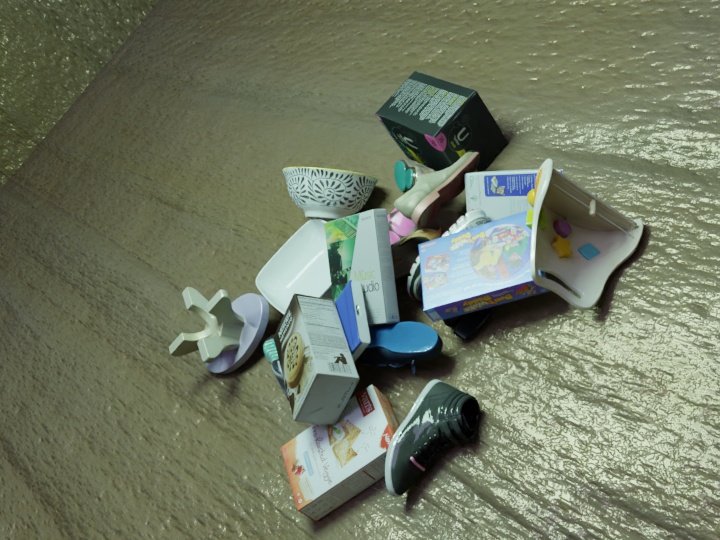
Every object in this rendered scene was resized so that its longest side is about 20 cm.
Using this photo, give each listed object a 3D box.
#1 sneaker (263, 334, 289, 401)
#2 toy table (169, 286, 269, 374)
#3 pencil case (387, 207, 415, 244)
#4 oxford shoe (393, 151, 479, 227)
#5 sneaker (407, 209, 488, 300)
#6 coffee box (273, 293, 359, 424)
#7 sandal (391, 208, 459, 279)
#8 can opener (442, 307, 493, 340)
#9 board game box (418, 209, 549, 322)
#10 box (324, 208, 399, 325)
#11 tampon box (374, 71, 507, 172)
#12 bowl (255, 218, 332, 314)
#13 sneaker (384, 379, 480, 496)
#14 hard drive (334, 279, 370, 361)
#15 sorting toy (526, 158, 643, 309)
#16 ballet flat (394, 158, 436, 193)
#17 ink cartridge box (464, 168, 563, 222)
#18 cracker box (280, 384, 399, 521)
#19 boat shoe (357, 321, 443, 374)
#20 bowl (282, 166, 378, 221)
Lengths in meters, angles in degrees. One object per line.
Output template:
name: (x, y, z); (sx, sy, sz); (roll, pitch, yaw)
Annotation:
sneaker: (-0.138, 0.182, 1.576); (0.074, 0.088, 0.200); (-13, 19, -2)
toy table: (-0.284, 0.118, 1.665); (0.200, 0.117, 0.184); (-55, 45, 16)
pencil case: (0.069, -0.051, 1.583); (0.094, 0.091, 0.200); (27, 74, 43)
oxford shoe: (0.143, -0.164, 1.537); (0.074, 0.071, 0.200); (35, 59, 24)
sneaker: (0.166, -0.013, 1.477); (0.200, 0.074, 0.087); (-46, 51, 9)
coffee box: (-0.079, 0.147, 1.420); (0.113, 0.080, 0.200); (-64, 29, 30)
sandal: (0.104, -0.042, 1.522); (0.200, 0.080, 0.054); (-32, 3, -15)
can opener: (0.213, 0.024, 1.423); (0.200, 0.079, 0.063); (-51, -5, -1)
board game box: (0.198, -0.006, 1.375); (0.200, 0.045, 0.135); (-17, 54, 22)
box: (0.000, 0.000, 1.495); (0.144, 0.036, 0.200); (-12, 82, 50)
tampon box: (0.158, -0.281, 1.654); (0.126, 0.150, 0.200); (-48, 40, -5)
bowl: (-0.093, 0.009, 1.676); (0.200, 0.075, 0.200); (-48, 39, -4)
sneaker: (0.113, 0.260, 1.288); (0.099, 0.071, 0.200); (3, 55, 47)
hard drive: (-0.046, 0.129, 1.485); (0.200, 0.025, 0.132); (-54, 34, 41)
sorting toy: (0.322, -0.038, 1.300); (0.107, 0.200, 0.180); (-33, 33, 53)
ballet flat: (0.114, -0.183, 1.664); (0.067, 0.068, 0.200); (0, 15, -8)
ink cartridge box: (0.276, -0.127, 1.470); (0.200, 0.039, 0.100); (4, 103, 42)
cracker box: (-0.027, 0.300, 1.384); (0.200, 0.058, 0.134); (-36, 41, 9)
boat shoe: (0.066, 0.132, 1.448); (0.200, 0.069, 0.084); (1, 44, 46)
bowl: (-0.067, -0.152, 1.738); (0.201, 0.201, 0.094); (6, 90, 43)
